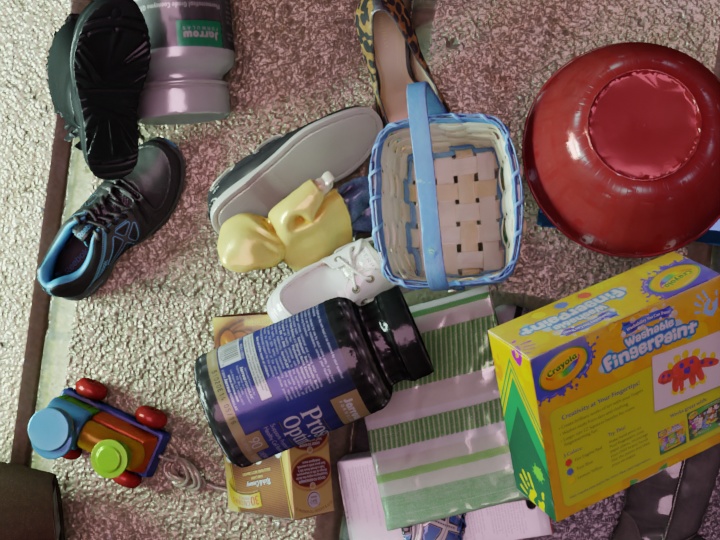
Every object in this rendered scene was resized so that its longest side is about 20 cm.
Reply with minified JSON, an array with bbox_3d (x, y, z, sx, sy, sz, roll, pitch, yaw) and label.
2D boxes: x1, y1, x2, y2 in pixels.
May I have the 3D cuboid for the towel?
[{"bbox_3d":[0.076,0.127,1.286,0.152,0.023,0.200,-15,79,14],"label":"towel"}]

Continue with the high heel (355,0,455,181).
[{"bbox_3d":[0.043,-0.170,1.336,0.071,0.143,0.200,-19,88,7],"label":"high heel"}]

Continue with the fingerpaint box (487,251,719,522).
[{"bbox_3d":[0.223,0.099,1.208,0.200,0.073,0.167,-22,117,-19],"label":"fingerpaint box"}]

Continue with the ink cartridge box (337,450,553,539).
[{"bbox_3d":[0.084,0.226,1.382,0.199,0.050,0.109,-10,88,6],"label":"ink cartridge box"}]

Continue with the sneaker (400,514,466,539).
[{"bbox_3d":[0.078,0.218,1.318,0.077,0.076,0.201,-10,89,11],"label":"sneaker"}]

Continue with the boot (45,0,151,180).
[{"bbox_3d":[-0.260,-0.201,1.342,0.073,0.163,0.199,-9,127,-21],"label":"boot"}]

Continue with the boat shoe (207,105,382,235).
[{"bbox_3d":[-0.070,-0.108,1.392,0.200,0.060,0.074,-37,126,6],"label":"boat shoe"}]

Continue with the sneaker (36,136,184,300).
[{"bbox_3d":[-0.252,-0.050,1.403,0.073,0.082,0.200,37,93,7],"label":"sneaker"}]

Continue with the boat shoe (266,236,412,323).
[{"bbox_3d":[0.000,0.000,1.330,0.200,0.069,0.071,-25,71,-31],"label":"boat shoe"}]

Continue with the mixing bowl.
[{"bbox_3d":[0.241,-0.115,1.198,0.200,0.108,0.201,-1,85,6],"label":"mixing bowl"}]

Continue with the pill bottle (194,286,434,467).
[{"bbox_3d":[-0.041,0.091,1.250,0.200,0.112,0.112,-23,88,3],"label":"pill bottle"}]

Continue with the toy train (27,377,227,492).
[{"bbox_3d":[-0.231,0.184,1.385,0.200,0.116,0.085,24,94,6],"label":"toy train"}]

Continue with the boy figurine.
[{"bbox_3d":[-0.044,-0.044,1.365,0.200,0.124,0.065,-21,52,-4],"label":"boy figurine"}]

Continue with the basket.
[{"bbox_3d":[0.075,-0.067,1.232,0.139,0.200,0.177,-5,86,16],"label":"basket"}]

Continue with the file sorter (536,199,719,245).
[{"bbox_3d":[0.275,-0.097,1.313,0.199,0.139,0.123,7,88,7],"label":"file sorter"}]

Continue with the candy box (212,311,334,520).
[{"bbox_3d":[-0.087,0.141,1.367,0.117,0.056,0.201,-6,90,51],"label":"candy box"}]

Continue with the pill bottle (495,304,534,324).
[{"bbox_3d":[0.170,0.096,1.339,0.200,0.111,0.112,14,92,7],"label":"pill bottle"}]

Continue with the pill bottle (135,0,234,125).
[{"bbox_3d":[-0.184,-0.250,1.377,0.113,0.113,0.201,-5,90,7],"label":"pill bottle"}]

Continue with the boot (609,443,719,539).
[{"bbox_3d":[0.335,0.219,1.350,0.181,0.073,0.200,17,86,4],"label":"boot"}]

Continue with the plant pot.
[{"bbox_3d":[-0.404,0.261,1.390,0.199,0.187,0.187,-6,90,-8],"label":"plant pot"}]
